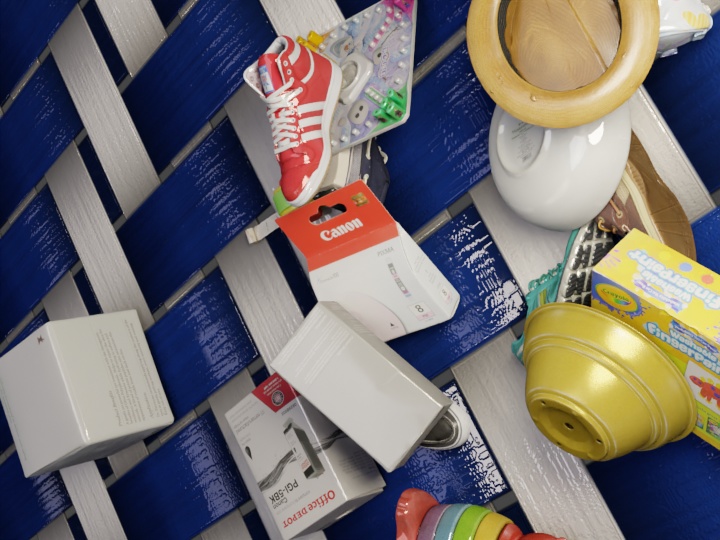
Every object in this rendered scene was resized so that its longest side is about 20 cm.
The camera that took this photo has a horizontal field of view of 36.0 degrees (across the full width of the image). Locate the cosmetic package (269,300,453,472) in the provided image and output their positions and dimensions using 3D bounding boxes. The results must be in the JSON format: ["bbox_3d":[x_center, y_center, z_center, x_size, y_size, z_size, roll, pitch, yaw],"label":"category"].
[{"bbox_3d":[0.002,0.137,1.336,0.200,0.090,0.107,41,98,10],"label":"cosmetic package"}]

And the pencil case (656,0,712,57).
[{"bbox_3d":[0.288,-0.319,1.119,0.091,0.083,0.200,-16,86,23],"label":"pencil case"}]

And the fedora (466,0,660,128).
[{"bbox_3d":[0.203,-0.232,1.095,0.200,0.082,0.201,-3,82,20],"label":"fedora"}]

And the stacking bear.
[{"bbox_3d":[0.149,0.335,1.307,0.200,0.114,0.122,6,86,29],"label":"stacking bear"}]

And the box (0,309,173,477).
[{"bbox_3d":[-0.440,0.193,1.747,0.200,0.171,0.199,-30,76,38],"label":"box"}]

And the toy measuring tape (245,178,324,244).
[{"bbox_3d":[-0.107,-0.082,1.494,0.200,0.074,0.074,-28,77,39],"label":"toy measuring tape"}]

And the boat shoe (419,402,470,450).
[{"bbox_3d":[0.043,0.183,1.403,0.200,0.066,0.070,17,107,38],"label":"boat shoe"}]

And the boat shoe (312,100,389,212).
[{"bbox_3d":[-0.006,-0.161,1.406,0.075,0.093,0.200,-11,60,45],"label":"boat shoe"}]

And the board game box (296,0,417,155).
[{"bbox_3d":[-0.017,-0.240,1.367,0.200,0.026,0.200,-19,55,41],"label":"board game box"}]

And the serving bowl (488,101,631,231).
[{"bbox_3d":[0.197,-0.142,1.186,0.200,0.066,0.200,-6,83,60],"label":"serving bowl"}]

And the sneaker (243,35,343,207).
[{"bbox_3d":[-0.087,-0.180,1.298,0.071,0.112,0.200,-15,57,41],"label":"sneaker"}]

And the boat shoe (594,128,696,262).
[{"bbox_3d":[0.282,-0.068,1.167,0.072,0.072,0.200,-41,65,39],"label":"boat shoe"}]

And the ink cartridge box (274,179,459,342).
[{"bbox_3d":[0.000,0.000,1.362,0.162,0.057,0.200,-22,122,40],"label":"ink cartridge box"}]

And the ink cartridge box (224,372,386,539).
[{"bbox_3d":[-0.077,0.243,1.503,0.147,0.083,0.200,-41,69,35],"label":"ink cartridge box"}]

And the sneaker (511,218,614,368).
[{"bbox_3d":[0.218,0.027,1.232,0.080,0.077,0.200,38,119,41],"label":"sneaker"}]

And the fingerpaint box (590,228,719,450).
[{"bbox_3d":[0.328,0.076,1.092,0.200,0.073,0.167,34,153,33],"label":"fingerpaint box"}]

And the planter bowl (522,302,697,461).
[{"bbox_3d":[0.230,0.133,1.126,0.200,0.083,0.200,32,151,21],"label":"planter bowl"}]
